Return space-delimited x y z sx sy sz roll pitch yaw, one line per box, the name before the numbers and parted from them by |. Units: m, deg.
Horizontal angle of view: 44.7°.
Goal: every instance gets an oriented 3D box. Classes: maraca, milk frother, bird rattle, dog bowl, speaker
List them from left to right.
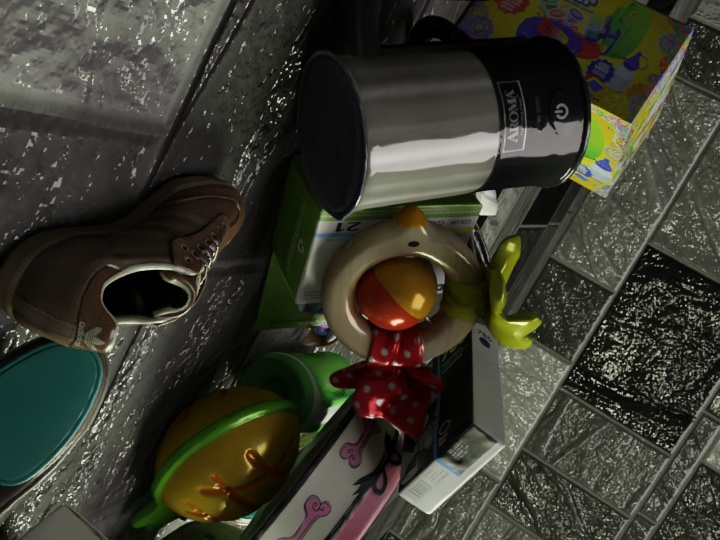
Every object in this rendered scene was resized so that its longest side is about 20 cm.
maraca | -0.128 0.176 0.782 0.137 0.107 0.200 -1 141 -45
speaker | -0.060 0.128 0.926 0.089 0.088 0.200 -59 164 4
dog bowl | -0.033 0.206 0.795 0.200 0.074 0.200 -52 179 -1
milk frother | 0.038 -0.130 0.686 0.188 0.181 0.200 -9 173 -24
bird rattle | 0.040 0.030 0.708 0.200 0.163 0.113 -34 -154 26

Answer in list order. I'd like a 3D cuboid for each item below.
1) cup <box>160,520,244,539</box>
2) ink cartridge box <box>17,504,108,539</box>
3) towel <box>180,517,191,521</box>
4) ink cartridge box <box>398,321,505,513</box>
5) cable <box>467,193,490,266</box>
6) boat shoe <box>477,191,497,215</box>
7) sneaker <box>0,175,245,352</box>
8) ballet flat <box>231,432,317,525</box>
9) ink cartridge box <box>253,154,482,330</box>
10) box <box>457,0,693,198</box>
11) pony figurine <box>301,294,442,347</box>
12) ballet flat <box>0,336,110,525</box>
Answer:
cup | -0.153 0.326 0.828 0.143 0.200 0.200 -66 163 8
ink cartridge box | -0.240 0.266 0.579 0.146 0.083 0.200 -39 167 -48
towel | -0.130 0.213 0.991 0.147 0.024 0.200 -58 164 -3
ink cartridge box | 0.082 0.115 0.786 0.099 0.039 0.200 -50 -169 24
cable | 0.107 -0.072 0.842 0.097 0.050 0.200 -14 92 -72
boat shoe | 0.136 -0.113 1.123 0.200 0.072 0.069 8 85 -61
sneaker | -0.119 0.000 0.528 0.200 0.075 0.071 -34 151 -55
ballet flat | -0.079 0.228 0.993 0.200 0.071 0.065 -21 -179 -34
ink cartridge box | 0.000 0.000 0.764 0.148 0.076 0.200 -4 133 -25
box | 0.217 -0.207 0.934 0.122 0.200 0.193 -55 163 -10
pony figurine | 0.048 0.020 0.947 0.200 0.167 0.193 -20 168 -42
ballet flat | -0.220 0.116 0.496 0.200 0.067 0.064 -54 -169 -14
